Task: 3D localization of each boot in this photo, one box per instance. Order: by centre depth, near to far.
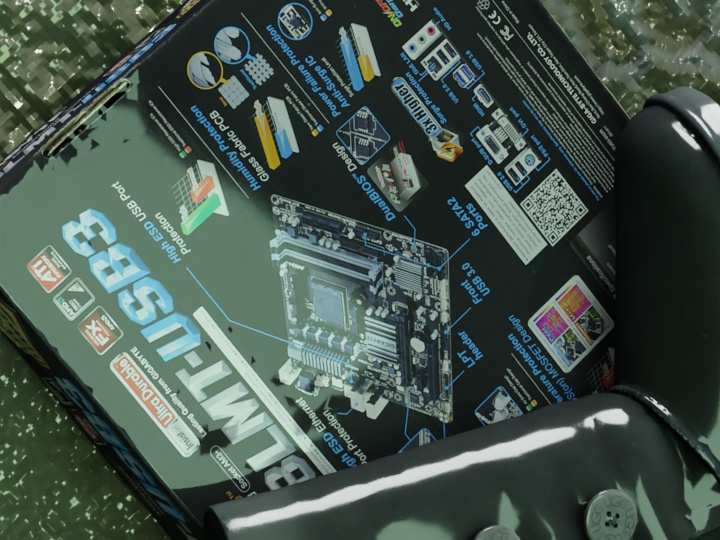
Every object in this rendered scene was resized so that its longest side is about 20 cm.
[{"bbox_3d":[0.043,0.050,0.741,0.199,0.066,0.166,-20,85,-13],"label":"boot"}]

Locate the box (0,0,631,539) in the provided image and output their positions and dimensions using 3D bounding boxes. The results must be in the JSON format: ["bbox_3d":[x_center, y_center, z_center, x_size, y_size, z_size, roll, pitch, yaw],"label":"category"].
[{"bbox_3d":[0.000,0.000,0.777,0.198,0.050,0.200,-43,103,-17],"label":"box"}]
